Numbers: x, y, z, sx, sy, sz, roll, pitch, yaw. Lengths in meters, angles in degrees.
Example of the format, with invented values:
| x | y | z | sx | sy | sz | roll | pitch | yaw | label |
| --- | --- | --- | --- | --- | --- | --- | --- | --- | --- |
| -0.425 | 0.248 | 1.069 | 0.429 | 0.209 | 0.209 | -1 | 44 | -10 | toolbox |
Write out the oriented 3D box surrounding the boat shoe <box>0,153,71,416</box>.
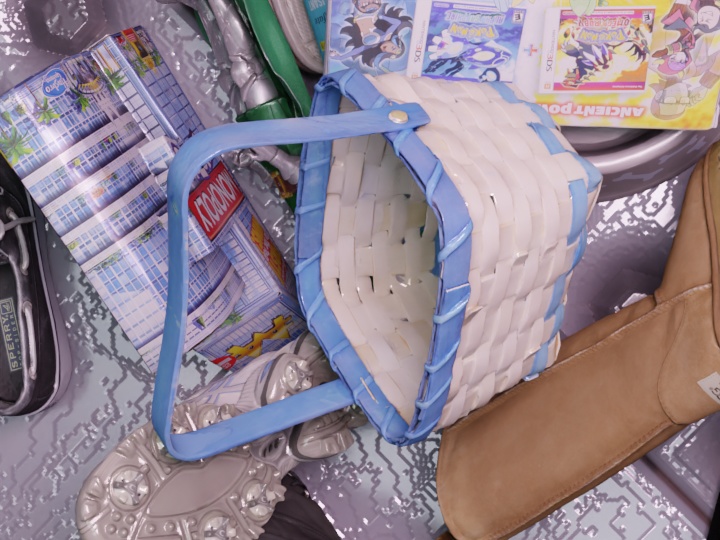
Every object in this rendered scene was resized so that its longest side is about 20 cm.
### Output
| x | y | z | sx | sy | sz | roll | pitch | yaw | label |
| --- | --- | --- | --- | --- | --- | --- | --- | --- | --- |
| -0.221 | -0.013 | 0.895 | 0.073 | 0.068 | 0.201 | -12 | 88 | 8 | boat shoe |

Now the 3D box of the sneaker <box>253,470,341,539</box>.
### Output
| x | y | z | sx | sy | sz | roll | pitch | yaw | label |
| --- | --- | --- | --- | --- | --- | --- | --- | --- | --- |
| -0.042 | 0.147 | 0.837 | 0.199 | 0.091 | 0.076 | 22 | 126 | 26 | sneaker |

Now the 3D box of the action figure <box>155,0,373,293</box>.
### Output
| x | y | z | sx | sy | sz | roll | pitch | yaw | label |
| --- | --- | --- | --- | --- | --- | --- | --- | --- | --- |
| -0.044 | -0.074 | 0.860 | 0.055 | 0.118 | 0.201 | -31 | 96 | -12 | action figure |

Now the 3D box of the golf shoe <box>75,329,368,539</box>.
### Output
| x | y | z | sx | sy | sz | roll | pitch | yaw | label |
| --- | --- | --- | --- | --- | --- | --- | --- | --- | --- |
| -0.080 | 0.099 | 0.815 | 0.097 | 0.200 | 0.079 | -20 | 95 | 43 | golf shoe |

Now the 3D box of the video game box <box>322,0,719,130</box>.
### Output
| x | y | z | sx | sy | sz | roll | pitch | yaw | label |
| --- | --- | --- | --- | --- | --- | --- | --- | --- | --- |
| 0.083 | -0.154 | 0.739 | 0.199 | 0.047 | 0.183 | 2 | 126 | -3 | video game box |

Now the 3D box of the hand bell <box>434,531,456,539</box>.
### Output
| x | y | z | sx | sy | sz | roll | pitch | yaw | label |
| --- | --- | --- | --- | --- | --- | --- | --- | --- | --- |
| 0.107 | 0.220 | 0.848 | 0.104 | 0.104 | 0.200 | -47 | 72 | 5 | hand bell |

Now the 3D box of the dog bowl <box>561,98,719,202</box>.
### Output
| x | y | z | sx | sy | sz | roll | pitch | yaw | label |
| --- | --- | --- | --- | --- | --- | --- | --- | --- | --- |
| 0.119 | -0.137 | 0.852 | 0.199 | 0.059 | 0.201 | 0 | 89 | 8 | dog bowl |

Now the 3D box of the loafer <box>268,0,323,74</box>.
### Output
| x | y | z | sx | sy | sz | roll | pitch | yaw | label |
| --- | --- | --- | --- | --- | --- | --- | --- | --- | --- |
| -0.036 | -0.206 | 0.881 | 0.072 | 0.063 | 0.201 | -11 | 92 | -24 | loafer |

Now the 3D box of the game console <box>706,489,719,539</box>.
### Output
| x | y | z | sx | sy | sz | roll | pitch | yaw | label |
| --- | --- | --- | --- | --- | --- | --- | --- | --- | --- |
| 0.211 | 0.110 | 0.764 | 0.031 | 0.200 | 0.178 | 15 | 91 | 0 | game console |

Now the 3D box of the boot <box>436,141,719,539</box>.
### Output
| x | y | z | sx | sy | sz | roll | pitch | yaw | label |
| --- | --- | --- | --- | --- | --- | --- | --- | --- | --- |
| 0.129 | 0.035 | 0.814 | 0.066 | 0.176 | 0.200 | 41 | 128 | -19 | boot |

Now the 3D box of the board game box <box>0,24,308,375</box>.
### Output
| x | y | z | sx | sy | sz | roll | pitch | yaw | label |
| --- | --- | --- | --- | --- | --- | --- | --- | --- | --- |
| -0.099 | -0.026 | 0.836 | 0.062 | 0.200 | 0.200 | -33 | 99 | 8 | board game box |

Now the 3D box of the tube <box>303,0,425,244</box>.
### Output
| x | y | z | sx | sy | sz | roll | pitch | yaw | label |
| --- | --- | --- | --- | --- | --- | --- | --- | --- | --- |
| 0.011 | -0.105 | 0.833 | 0.077 | 0.050 | 0.201 | -15 | 97 | 43 | tube |

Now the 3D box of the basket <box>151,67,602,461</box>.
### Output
| x | y | z | sx | sy | sz | roll | pitch | yaw | label |
| --- | --- | --- | --- | --- | --- | --- | --- | --- | --- |
| 0.000 | 0.000 | 0.731 | 0.139 | 0.199 | 0.177 | 48 | 141 | 37 | basket |
